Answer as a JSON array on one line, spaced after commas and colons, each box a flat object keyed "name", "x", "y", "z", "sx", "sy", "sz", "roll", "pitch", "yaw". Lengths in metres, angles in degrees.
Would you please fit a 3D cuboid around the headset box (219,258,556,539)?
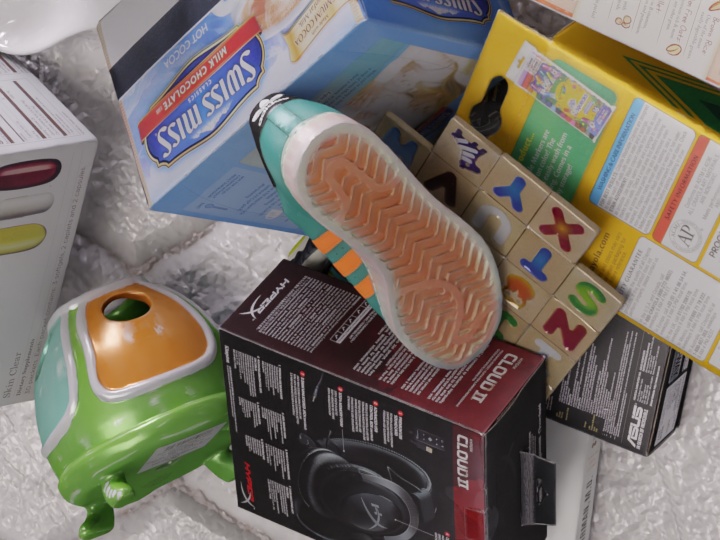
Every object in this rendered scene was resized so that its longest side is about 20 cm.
[{"name": "headset box", "x": 0.023, "y": 0.099, "z": 1.630, "sx": 0.199, "sy": 0.077, "sz": 0.149, "roll": 19, "pitch": 136, "yaw": 25}]

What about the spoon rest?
[{"name": "spoon rest", "x": -0.177, "y": -0.176, "z": 1.718, "sx": 0.199, "sy": 0.061, "sz": 0.100, "roll": 7, "pitch": 113, "yaw": 28}]

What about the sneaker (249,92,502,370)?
[{"name": "sneaker", "x": 0.009, "y": -0.027, "z": 1.524, "sx": 0.080, "sy": 0.071, "sz": 0.200, "roll": 42, "pitch": 172, "yaw": 50}]

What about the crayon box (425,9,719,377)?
[{"name": "crayon box", "x": 0.146, "y": -0.049, "z": 1.521, "sx": 0.199, "sy": 0.052, "sz": 0.126, "roll": 32, "pitch": 122, "yaw": 14}]

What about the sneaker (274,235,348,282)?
[{"name": "sneaker", "x": 0.000, "y": 0.000, "z": 1.691, "sx": 0.079, "sy": 0.078, "sz": 0.200, "roll": 33, "pitch": 130, "yaw": -8}]

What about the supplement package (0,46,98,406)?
[{"name": "supplement package", "x": -0.269, "y": -0.032, "z": 1.772, "sx": 0.156, "sy": 0.110, "sz": 0.201, "roll": 43, "pitch": 129, "yaw": 37}]

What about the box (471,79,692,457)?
[{"name": "box", "x": 0.122, "y": -0.012, "z": 1.613, "sx": 0.157, "sy": 0.050, "sz": 0.201, "roll": 21, "pitch": 119, "yaw": 23}]

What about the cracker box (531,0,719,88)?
[{"name": "cracker box", "x": 0.173, "y": -0.158, "z": 1.469, "sx": 0.199, "sy": 0.134, "sz": 0.058, "roll": 27, "pitch": 121, "yaw": 20}]

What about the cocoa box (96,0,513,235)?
[{"name": "cocoa box", "x": -0.030, "y": -0.128, "z": 1.580, "sx": 0.200, "sy": 0.133, "sz": 0.132, "roll": -38, "pitch": 58, "yaw": 36}]

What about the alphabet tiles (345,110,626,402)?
[{"name": "alphabet tiles", "x": 0.057, "y": -0.002, "z": 1.570, "sx": 0.166, "sy": 0.006, "sz": 0.200, "roll": 39, "pitch": 144, "yaw": 4}]

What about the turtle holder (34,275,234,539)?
[{"name": "turtle holder", "x": -0.137, "y": 0.082, "z": 1.771, "sx": 0.140, "sy": 0.186, "sz": 0.132, "roll": -27, "pitch": 79, "yaw": 2}]

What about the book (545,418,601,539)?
[{"name": "book", "x": 0.075, "y": 0.165, "z": 1.722, "sx": 0.133, "sy": 0.048, "sz": 0.201, "roll": 15, "pitch": 113, "yaw": 24}]
